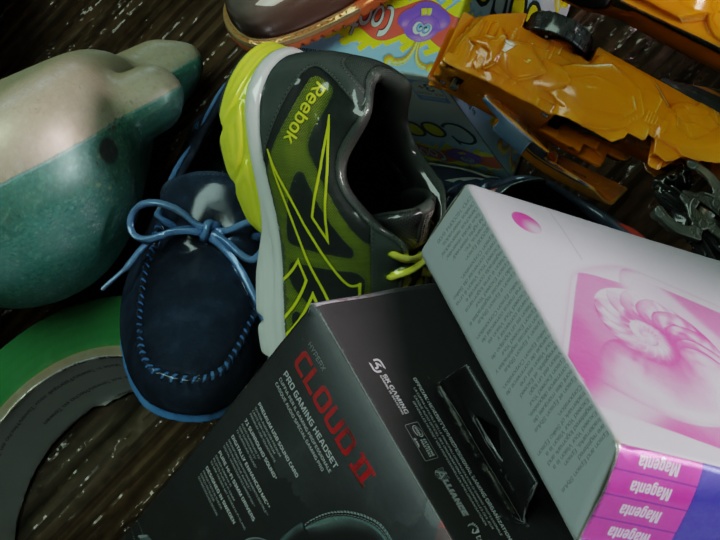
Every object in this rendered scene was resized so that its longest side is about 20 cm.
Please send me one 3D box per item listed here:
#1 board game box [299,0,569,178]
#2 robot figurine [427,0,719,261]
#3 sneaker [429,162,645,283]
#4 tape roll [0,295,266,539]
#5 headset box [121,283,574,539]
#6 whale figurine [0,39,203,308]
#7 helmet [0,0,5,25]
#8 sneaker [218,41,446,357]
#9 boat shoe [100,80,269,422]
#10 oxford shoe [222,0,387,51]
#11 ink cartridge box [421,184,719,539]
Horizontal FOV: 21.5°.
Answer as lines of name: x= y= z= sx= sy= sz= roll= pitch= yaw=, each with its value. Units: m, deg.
board game box: x=0.041 y=-0.161 z=0.907 sx=0.104 sy=0.103 sz=0.202 roll=10 pitch=72 yaw=28
robot figurine: x=0.136 y=-0.081 z=0.809 sx=0.199 sy=0.058 sz=0.146 roll=27 pitch=76 yaw=-7
sneaker: x=0.052 y=-0.018 z=0.848 sx=0.199 sy=0.085 sz=0.075 roll=17 pitch=75 yaw=30
tape roll: x=-0.115 y=0.113 z=0.888 sx=0.199 sy=0.048 sz=0.202 roll=-10 pitch=63 yaw=21
headset box: x=0.003 y=0.113 z=0.717 sx=0.200 sy=0.077 sz=0.150 roll=-50 pitch=61 yaw=39
whale figurine: x=-0.142 y=-0.050 z=0.924 sx=0.158 sy=0.200 sz=0.105 roll=-18 pitch=102 yaw=29
helmet: x=-0.285 y=-0.166 z=1.013 sx=0.198 sy=0.191 sz=0.202 roll=0 pitch=91 yaw=-2
sneaker: x=0.000 y=0.000 z=0.809 sx=0.084 sy=0.202 sz=0.074 roll=1 pitch=27 yaw=43
boat shoe: x=-0.074 y=-0.021 z=0.873 sx=0.083 sy=0.069 sz=0.201 roll=6 pitch=44 yaw=-6
oxford shoe: x=0.007 y=-0.180 z=0.826 sx=0.200 sy=0.073 sz=0.071 roll=-46 pitch=57 yaw=-1
ink cartridge box: x=0.138 y=0.061 z=0.687 sx=0.043 sy=0.195 sz=0.201 roll=-57 pitch=36 yaw=25
